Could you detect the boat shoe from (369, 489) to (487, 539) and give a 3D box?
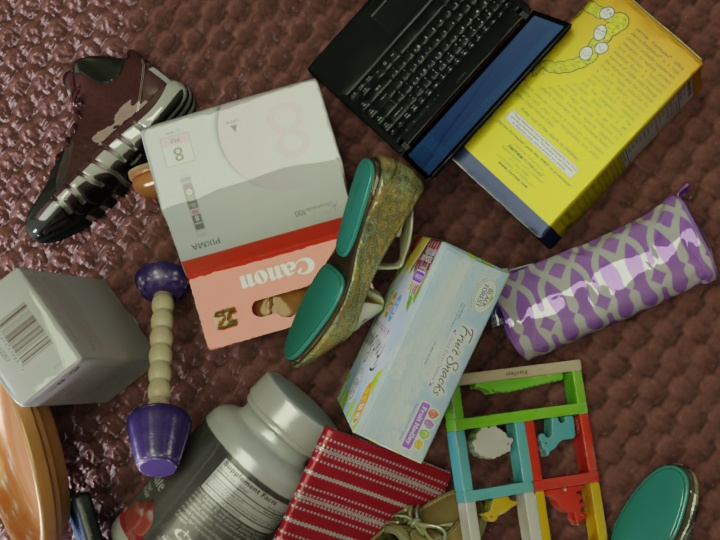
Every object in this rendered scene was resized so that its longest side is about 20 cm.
[{"bbox_3d":[0.022,0.248,1.346,0.201,0.073,0.063,-36,120,-13],"label":"boat shoe"}]

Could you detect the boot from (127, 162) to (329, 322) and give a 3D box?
[{"bbox_3d":[-0.117,-0.026,1.447,0.200,0.077,0.155,2,90,5],"label":"boot"}]

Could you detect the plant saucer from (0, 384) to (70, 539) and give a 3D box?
[{"bbox_3d":[-0.303,0.161,1.420,0.037,0.200,0.200,-15,81,-26],"label":"plant saucer"}]

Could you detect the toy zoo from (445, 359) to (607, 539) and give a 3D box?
[{"bbox_3d":[0.143,0.182,1.359,0.131,0.020,0.200,-6,84,-22],"label":"toy zoo"}]

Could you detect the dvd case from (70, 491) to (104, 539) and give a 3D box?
[{"bbox_3d":[-0.222,0.297,1.404,0.018,0.143,0.200,-16,82,-16],"label":"dvd case"}]

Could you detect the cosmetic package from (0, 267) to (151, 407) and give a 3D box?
[{"bbox_3d":[-0.260,0.061,1.396,0.074,0.200,0.102,-38,79,7],"label":"cosmetic package"}]

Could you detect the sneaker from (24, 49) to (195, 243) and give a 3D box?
[{"bbox_3d":[-0.258,-0.125,1.484,0.200,0.076,0.116,-44,73,-5],"label":"sneaker"}]

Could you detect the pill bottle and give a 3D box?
[{"bbox_3d":[-0.115,0.189,1.394,0.111,0.111,0.200,43,94,12],"label":"pill bottle"}]

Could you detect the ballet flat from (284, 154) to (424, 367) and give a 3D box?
[{"bbox_3d":[0.000,0.000,1.358,0.071,0.071,0.200,25,101,13],"label":"ballet flat"}]

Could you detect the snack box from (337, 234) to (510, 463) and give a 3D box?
[{"bbox_3d":[0.048,0.059,1.329,0.068,0.200,0.169,25,92,-4],"label":"snack box"}]

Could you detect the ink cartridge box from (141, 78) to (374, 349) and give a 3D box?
[{"bbox_3d":[-0.087,-0.049,1.383,0.163,0.057,0.200,-16,83,1],"label":"ink cartridge box"}]

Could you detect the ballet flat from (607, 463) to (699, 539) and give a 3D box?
[{"bbox_3d":[0.237,0.256,1.347,0.072,0.072,0.200,29,94,13],"label":"ballet flat"}]

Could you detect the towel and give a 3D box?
[{"bbox_3d":[-0.016,0.245,1.378,0.145,0.022,0.200,24,91,-32],"label":"towel"}]

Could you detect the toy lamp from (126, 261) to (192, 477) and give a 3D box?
[{"bbox_3d":[-0.175,0.085,1.384,0.058,0.058,0.200,-13,54,11],"label":"toy lamp"}]

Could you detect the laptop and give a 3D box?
[{"bbox_3d":[0.063,-0.193,1.387,0.177,0.103,0.200,-47,70,4],"label":"laptop"}]

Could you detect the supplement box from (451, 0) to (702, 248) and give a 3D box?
[{"bbox_3d":[0.187,-0.130,1.364,0.110,0.109,0.200,44,95,11],"label":"supplement box"}]

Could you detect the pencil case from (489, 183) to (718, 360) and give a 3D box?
[{"bbox_3d":[0.206,0.006,1.365,0.200,0.084,0.086,-23,71,7],"label":"pencil case"}]
